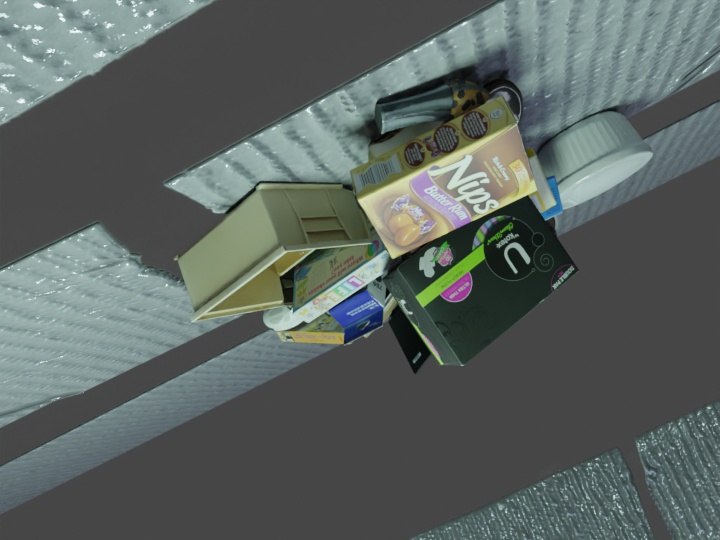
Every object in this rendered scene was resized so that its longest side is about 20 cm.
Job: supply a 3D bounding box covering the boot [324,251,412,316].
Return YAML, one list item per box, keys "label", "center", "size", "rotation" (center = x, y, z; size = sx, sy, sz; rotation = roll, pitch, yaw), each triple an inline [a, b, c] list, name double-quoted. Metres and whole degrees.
- label: "boot"
  center: [0.005, 0.010, 1.361]
  size: [0.198, 0.068, 0.131]
  rotation: [-16, 150, -55]

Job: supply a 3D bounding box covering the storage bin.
- label: "storage bin"
  center: [-0.115, -0.026, 1.053]
  size: [0.198, 0.096, 0.196]
  rotation: [-34, 164, 34]

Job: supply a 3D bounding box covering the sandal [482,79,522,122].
- label: "sandal"
  center: [0.140, -0.140, 0.974]
  size: [0.081, 0.055, 0.202]
  rotation: [26, 109, -34]

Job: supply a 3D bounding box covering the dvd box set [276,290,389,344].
- label: "dvd box set"
  center: [-0.049, 0.077, 1.434]
  size: [0.197, 0.030, 0.147]
  rotation: [-5, -146, 47]

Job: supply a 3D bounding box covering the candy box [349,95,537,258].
- label: "candy box"
  center: [0.099, -0.106, 0.911]
  size: [0.196, 0.057, 0.117]
  rotation: [-26, 138, 9]

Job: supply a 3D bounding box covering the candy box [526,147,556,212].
- label: "candy box"
  center: [0.178, -0.087, 1.124]
  size: [0.197, 0.027, 0.103]
  rotation: [-28, 128, 12]

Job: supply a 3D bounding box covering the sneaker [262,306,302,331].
- label: "sneaker"
  center: [-0.107, 0.028, 1.366]
  size: [0.198, 0.077, 0.115]
  rotation: [-36, 159, 7]

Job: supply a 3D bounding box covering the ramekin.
- label: "ramekin"
  center: [0.394, -0.192, 1.349]
  size: [0.198, 0.096, 0.203]
  rotation: [-24, 168, -6]

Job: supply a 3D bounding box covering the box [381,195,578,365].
- label: "box"
  center: [0.151, 0.006, 1.017]
  size: [0.198, 0.150, 0.124]
  rotation: [-37, 179, -11]

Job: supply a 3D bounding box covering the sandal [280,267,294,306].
- label: "sandal"
  center: [-0.061, 0.015, 1.257]
  size: [0.195, 0.084, 0.055]
  rotation: [-15, 148, 18]

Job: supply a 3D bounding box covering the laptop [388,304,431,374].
- label: "laptop"
  center: [0.136, 0.047, 1.367]
  size: [0.179, 0.103, 0.200]
  rotation: [-55, 173, 31]

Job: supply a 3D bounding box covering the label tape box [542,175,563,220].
- label: "label tape box"
  center: [0.212, -0.096, 1.281]
  size: [0.142, 0.065, 0.198]
  rotation: [-22, -171, -28]

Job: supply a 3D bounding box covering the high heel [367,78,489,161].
- label: "high heel"
  center: [0.083, -0.152, 0.959]
  size: [0.139, 0.073, 0.201]
  rotation: [-16, 157, -10]

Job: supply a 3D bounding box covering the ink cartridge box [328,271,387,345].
- label: "ink cartridge box"
  center: [0.000, 0.000, 1.152]
  size: [0.039, 0.205, 0.099]
  rotation: [24, 144, -30]

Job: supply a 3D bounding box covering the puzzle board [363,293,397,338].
- label: "puzzle board"
  center: [0.079, 0.019, 1.341]
  size: [0.202, 0.017, 0.150]
  rotation: [-55, 173, 16]

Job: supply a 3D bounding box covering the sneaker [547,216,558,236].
- label: "sneaker"
  center: [0.259, -0.077, 1.371]
  size: [0.194, 0.117, 0.077]
  rotation: [6, 123, 1]

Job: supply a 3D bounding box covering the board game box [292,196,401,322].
- label: "board game box"
  center: [-0.023, -0.028, 1.132]
  size: [0.034, 0.137, 0.198]
  rotation: [29, 134, -33]
